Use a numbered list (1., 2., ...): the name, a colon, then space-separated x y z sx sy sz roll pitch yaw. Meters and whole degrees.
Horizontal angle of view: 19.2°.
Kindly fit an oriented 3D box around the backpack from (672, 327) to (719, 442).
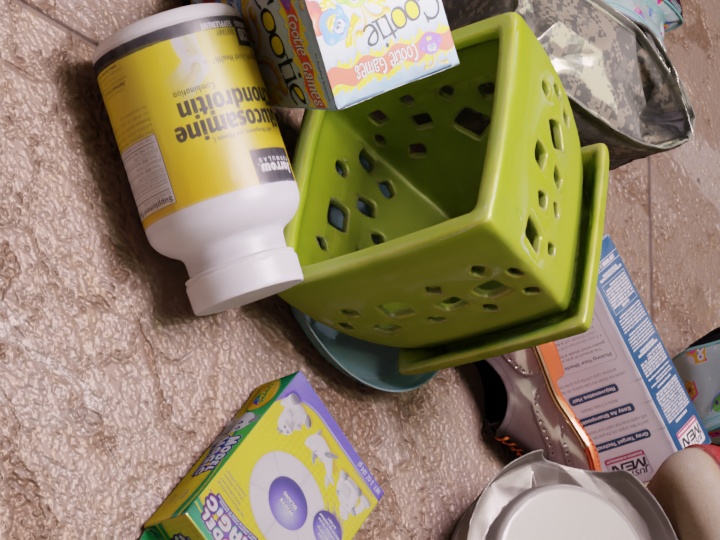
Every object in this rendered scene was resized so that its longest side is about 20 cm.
1. backpack: 0.386 0.104 1.911 0.176 0.199 0.154 3 76 -57

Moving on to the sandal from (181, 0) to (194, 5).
1. sandal: -0.061 -0.197 1.663 0.200 0.048 0.076 23 57 -27

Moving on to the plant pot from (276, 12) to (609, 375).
1. plant pot: 0.073 -0.040 1.583 0.181 0.199 0.200 43 44 -39

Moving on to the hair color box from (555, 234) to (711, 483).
1. hair color box: 0.201 0.081 1.789 0.060 0.100 0.201 -34 100 -53

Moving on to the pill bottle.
1. pill bottle: -0.108 -0.076 1.489 0.112 0.112 0.201 -12 82 -51

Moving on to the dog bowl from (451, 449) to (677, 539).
1. dog bowl: 0.155 0.240 1.648 0.199 0.059 0.201 10 68 -25

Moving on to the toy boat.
1. toy boat: 0.294 0.230 1.743 0.130 0.200 0.131 -5 53 -26

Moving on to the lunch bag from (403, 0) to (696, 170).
1. lunch bag: 0.150 -0.144 1.703 0.200 0.164 0.118 29 64 -24

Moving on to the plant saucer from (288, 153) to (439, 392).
1. plant saucer: 0.000 0.000 1.649 0.200 0.027 0.201 25 56 -42

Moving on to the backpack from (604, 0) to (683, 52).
1. backpack: 0.172 -0.252 1.834 0.200 0.175 0.154 47 38 -49

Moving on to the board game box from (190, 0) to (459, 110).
1. board game box: -0.031 -0.180 1.526 0.105 0.200 0.103 -23 105 -23

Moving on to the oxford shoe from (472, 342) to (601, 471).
1. oxford shoe: 0.139 0.132 1.735 0.072 0.071 0.201 -24 95 -23

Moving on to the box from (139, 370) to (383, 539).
1. box: -0.069 0.172 1.470 0.118 0.048 0.200 56 41 -15
